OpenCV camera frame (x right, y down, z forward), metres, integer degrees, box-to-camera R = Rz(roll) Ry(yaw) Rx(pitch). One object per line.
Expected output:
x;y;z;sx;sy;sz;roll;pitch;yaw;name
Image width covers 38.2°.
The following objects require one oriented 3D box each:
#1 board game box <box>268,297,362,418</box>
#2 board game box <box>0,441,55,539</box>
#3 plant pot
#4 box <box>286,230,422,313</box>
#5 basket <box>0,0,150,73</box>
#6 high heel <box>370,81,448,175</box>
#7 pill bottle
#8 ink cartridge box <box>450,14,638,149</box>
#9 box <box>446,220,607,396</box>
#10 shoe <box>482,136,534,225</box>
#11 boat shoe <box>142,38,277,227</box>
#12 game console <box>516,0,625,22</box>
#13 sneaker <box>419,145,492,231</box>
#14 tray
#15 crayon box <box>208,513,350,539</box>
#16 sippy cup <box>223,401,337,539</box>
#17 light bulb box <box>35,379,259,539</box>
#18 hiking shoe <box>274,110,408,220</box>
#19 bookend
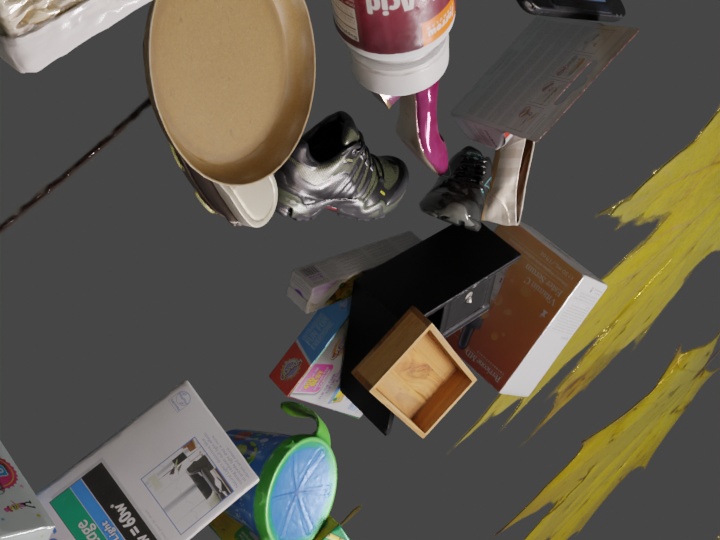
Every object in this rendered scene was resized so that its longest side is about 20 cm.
-0.012;0.106;1.332;0.154;0.040;0.200;-52;150;4;board game box
-0.365;0.258;0.928;0.064;0.147;0.202;3;122;-50;board game box
-0.107;-0.170;0.844;0.199;0.027;0.204;-11;104;-54;plant pot
0.000;0.000;1.231;0.198;0.041;0.039;-20;140;-42;box
-0.177;-0.253;0.570;0.199;0.198;0.162;-38;144;-17;basket
0.075;-0.182;1.110;0.096;0.067;0.200;-43;139;-1;high heel
0.026;-0.259;0.906;0.114;0.114;0.201;-38;147;-19;pill bottle
0.203;-0.200;1.134;0.163;0.200;0.057;-47;122;-2;ink cartridge box
0.221;0.052;1.469;0.201;0.152;0.106;-56;150;11;box
0.196;-0.152;1.280;0.070;0.053;0.203;-12;120;-58;shoe
-0.137;-0.121;0.885;0.072;0.059;0.201;-55;137;-31;boat shoe
0.220;-0.361;1.056;0.198;0.178;0.116;-10;161;-46;game console
0.114;-0.099;1.201;0.200;0.074;0.080;-69;179;-76;sneaker
0.065;0.121;1.191;0.099;0.037;0.200;-47;150;-3;tray
-0.101;0.340;1.319;0.118;0.199;0.059;-39;118;-16;crayon box
-0.117;0.251;1.244;0.177;0.129;0.142;-30;121;-48;sippy cup
-0.224;0.233;1.042;0.199;0.125;0.198;-37;175;-20;light bulb box
-0.011;-0.109;1.061;0.198;0.076;0.102;-12;137;-46;hiking shoe
0.082;0.067;1.281;0.197;0.092;0.202;-29;144;-33;bookend
